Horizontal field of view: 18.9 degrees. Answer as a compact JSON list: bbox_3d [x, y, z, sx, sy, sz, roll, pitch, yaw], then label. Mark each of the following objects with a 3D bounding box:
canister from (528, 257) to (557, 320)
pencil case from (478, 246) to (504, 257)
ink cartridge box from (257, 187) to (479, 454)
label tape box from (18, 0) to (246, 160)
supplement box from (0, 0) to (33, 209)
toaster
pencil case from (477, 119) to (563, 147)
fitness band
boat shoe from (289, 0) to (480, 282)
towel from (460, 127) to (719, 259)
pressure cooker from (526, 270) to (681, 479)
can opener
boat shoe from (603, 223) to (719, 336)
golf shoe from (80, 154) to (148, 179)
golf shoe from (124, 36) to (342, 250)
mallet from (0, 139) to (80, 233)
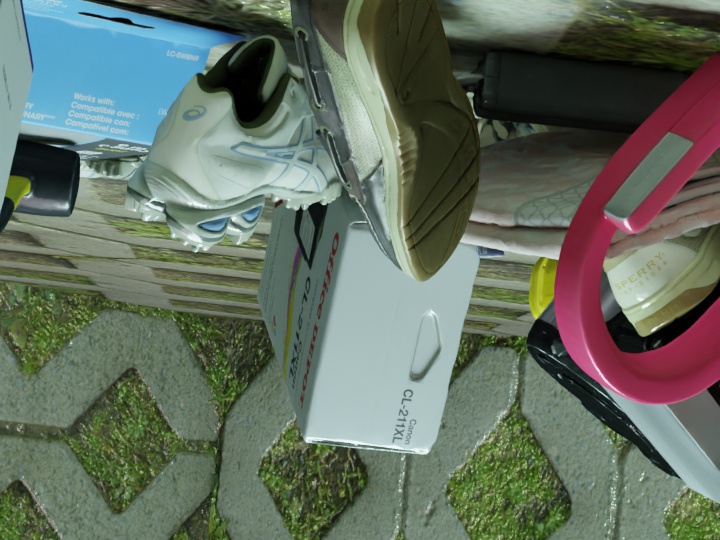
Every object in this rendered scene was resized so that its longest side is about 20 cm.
[{"bbox_3d":[0.260,0.017,2.016,0.147,0.087,0.200,7,174,-15],"label":"canister"},{"bbox_3d":[0.079,-0.047,1.486,0.087,0.089,0.200,7,178,-10],"label":"pencil case"},{"bbox_3d":[0.000,0.000,1.329,0.082,0.147,0.200,7,-158,-14],"label":"ink cartridge box"},{"bbox_3d":[-0.177,-0.106,1.225,0.143,0.064,0.199,8,175,-33],"label":"label tape box"},{"bbox_3d":[-0.269,-0.099,1.046,0.198,0.104,0.101,7,150,2],"label":"supplement box"},{"bbox_3d":[0.233,0.037,1.248,0.119,0.180,0.200,52,175,-8],"label":"toaster"},{"bbox_3d":[0.163,-0.047,1.363,0.199,0.090,0.078,10,134,-35],"label":"pencil case"},{"bbox_3d":[0.178,-0.024,1.079,0.037,0.200,0.144,34,164,46],"label":"fitness band"},{"bbox_3d":[0.012,-0.076,1.061,0.064,0.073,0.201,23,147,28],"label":"boat shoe"},{"bbox_3d":[0.134,-0.051,1.180,0.199,0.033,0.190,-16,-164,-32],"label":"towel"},{"bbox_3d":[0.241,0.030,1.585,0.178,0.200,0.176,41,174,-10],"label":"pressure cooker"},{"bbox_3d":[0.077,-0.082,1.167,0.198,0.068,0.053,6,175,-2],"label":"can opener"},{"bbox_3d":[0.171,-0.029,1.232,0.073,0.063,0.201,-35,-171,26],"label":"boat shoe"},{"bbox_3d":[-0.196,-0.089,1.420,0.198,0.079,0.097,6,-179,13],"label":"golf shoe"},{"bbox_3d":[-0.046,-0.084,1.181,0.078,0.098,0.200,27,-151,14],"label":"golf shoe"},{"bbox_3d":[-0.201,-0.037,1.155,0.065,0.042,0.200,10,-167,4],"label":"mallet"}]
